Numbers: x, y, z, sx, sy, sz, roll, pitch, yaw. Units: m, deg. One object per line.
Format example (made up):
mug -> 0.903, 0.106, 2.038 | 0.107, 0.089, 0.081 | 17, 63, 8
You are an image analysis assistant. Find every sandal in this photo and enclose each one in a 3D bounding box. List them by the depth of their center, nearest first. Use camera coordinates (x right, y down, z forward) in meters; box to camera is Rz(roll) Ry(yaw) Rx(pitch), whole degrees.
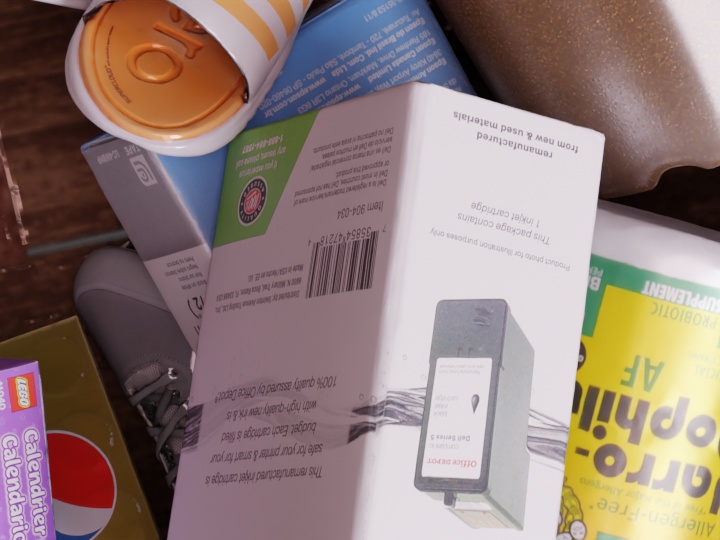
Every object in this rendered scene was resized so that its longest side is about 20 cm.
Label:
sandal -> -0.049, -0.131, 1.154 | 0.079, 0.059, 0.207 | 23, 52, 10

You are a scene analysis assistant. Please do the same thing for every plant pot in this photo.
plant pot -> 0.098, -0.147, 1.157 | 0.200, 0.200, 0.198 | -26, 107, 1

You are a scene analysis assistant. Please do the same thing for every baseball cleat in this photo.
baseball cleat -> -0.055, 0.081, 1.219 | 0.200, 0.070, 0.106 | 44, 51, -7

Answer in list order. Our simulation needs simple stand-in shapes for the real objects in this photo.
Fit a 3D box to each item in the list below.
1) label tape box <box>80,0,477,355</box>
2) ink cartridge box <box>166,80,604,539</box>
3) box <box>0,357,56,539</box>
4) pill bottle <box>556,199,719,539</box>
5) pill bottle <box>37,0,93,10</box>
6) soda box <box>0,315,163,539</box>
label tape box -> 0.000, 0.000, 1.200 | 0.143, 0.066, 0.200 | -33, 101, -28
ink cartridge box -> 0.005, 0.046, 1.076 | 0.084, 0.145, 0.200 | 14, 78, -28
box -> -0.198, 0.100, 1.183 | 0.039, 0.200, 0.137 | -14, 103, -45
pill bottle -> 0.094, 0.080, 1.108 | 0.113, 0.113, 0.200 | 15, 95, -5
pill bottle -> -0.115, -0.208, 1.170 | 0.111, 0.111, 0.200 | 13, 97, -4
soda box -> -0.109, 0.125, 1.197 | 0.068, 0.064, 0.200 | -20, 78, -8
